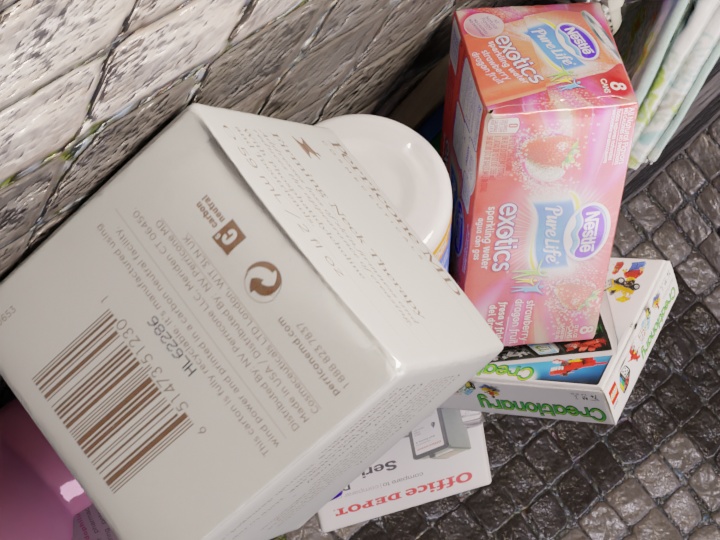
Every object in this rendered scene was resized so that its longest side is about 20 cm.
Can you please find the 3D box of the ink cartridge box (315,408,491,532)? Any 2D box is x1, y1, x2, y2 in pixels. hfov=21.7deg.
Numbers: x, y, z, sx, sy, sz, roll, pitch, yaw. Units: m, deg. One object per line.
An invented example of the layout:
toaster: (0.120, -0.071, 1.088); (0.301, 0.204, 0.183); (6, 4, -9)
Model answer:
ink cartridge box: (0.014, 0.092, 1.435); (0.145, 0.084, 0.201); (-16, 133, -3)

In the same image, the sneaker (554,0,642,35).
sneaker: (0.168, -0.212, 1.130); (0.100, 0.070, 0.200); (-46, 178, -6)

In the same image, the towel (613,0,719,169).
towel: (0.207, -0.178, 1.238); (0.201, 0.048, 0.171); (-61, -169, 20)

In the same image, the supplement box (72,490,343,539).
supplement box: (-0.126, 0.134, 1.195); (0.199, 0.102, 0.103); (-26, 161, 2)

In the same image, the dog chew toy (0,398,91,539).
dog chew toy: (-0.226, 0.152, 1.097); (0.200, 0.124, 0.125); (-46, 175, -18)

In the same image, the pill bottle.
pill bottle: (0.000, 0.000, 1.168); (0.112, 0.112, 0.200); (-38, 157, -17)

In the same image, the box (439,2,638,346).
box: (0.103, -0.056, 1.163); (0.094, 0.103, 0.201); (-4, 134, -8)

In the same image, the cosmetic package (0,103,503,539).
cosmetic package: (-0.058, 0.033, 0.966); (0.166, 0.168, 0.200); (-42, 169, 14)

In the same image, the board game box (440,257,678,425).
board game box: (0.100, 0.041, 1.268); (0.199, 0.035, 0.126); (3, -136, 33)

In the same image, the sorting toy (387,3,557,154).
sorting toy: (0.070, -0.087, 1.348); (0.200, 0.070, 0.199); (-46, 171, 37)
